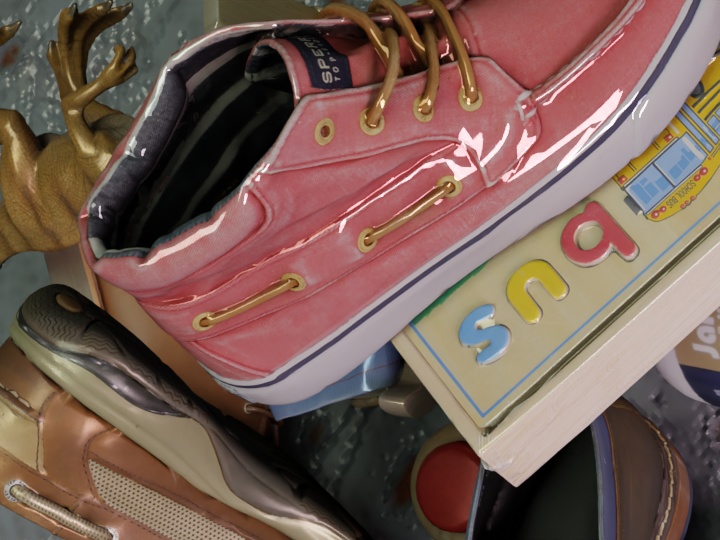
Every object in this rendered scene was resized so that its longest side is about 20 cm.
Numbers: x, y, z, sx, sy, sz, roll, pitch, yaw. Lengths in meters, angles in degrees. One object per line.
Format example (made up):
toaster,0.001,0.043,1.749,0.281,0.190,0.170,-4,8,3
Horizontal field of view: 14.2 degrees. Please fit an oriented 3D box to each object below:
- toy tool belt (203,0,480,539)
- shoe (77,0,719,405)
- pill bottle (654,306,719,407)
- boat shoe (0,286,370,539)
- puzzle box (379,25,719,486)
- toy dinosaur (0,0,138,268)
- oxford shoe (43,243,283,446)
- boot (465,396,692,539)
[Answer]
toy tool belt,0.000,0.000,0.966,0.125,0.123,0.201,-20,76,28
shoe,0.014,-0.049,0.820,0.200,0.091,0.072,-41,51,7
pill bottle,0.152,-0.008,0.881,0.200,0.116,0.116,10,91,31
boat shoe,-0.055,0.086,0.948,0.074,0.200,0.076,-49,29,0
puzzle box,0.080,-0.047,0.853,0.200,0.025,0.133,-43,51,5
toy dinosaur,-0.105,-0.029,0.963,0.200,0.060,0.107,-25,75,52
oxford shoe,-0.054,0.051,1.029,0.071,0.071,0.200,-20,79,5
boot,0.044,0.125,0.879,0.075,0.097,0.200,8,71,23
